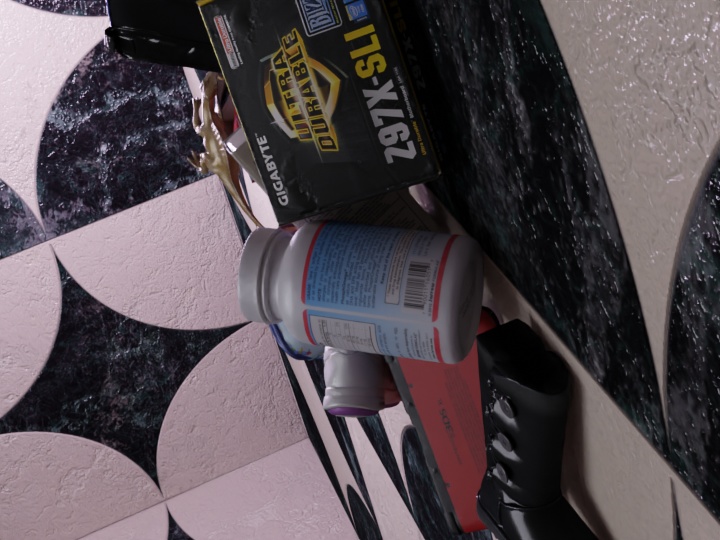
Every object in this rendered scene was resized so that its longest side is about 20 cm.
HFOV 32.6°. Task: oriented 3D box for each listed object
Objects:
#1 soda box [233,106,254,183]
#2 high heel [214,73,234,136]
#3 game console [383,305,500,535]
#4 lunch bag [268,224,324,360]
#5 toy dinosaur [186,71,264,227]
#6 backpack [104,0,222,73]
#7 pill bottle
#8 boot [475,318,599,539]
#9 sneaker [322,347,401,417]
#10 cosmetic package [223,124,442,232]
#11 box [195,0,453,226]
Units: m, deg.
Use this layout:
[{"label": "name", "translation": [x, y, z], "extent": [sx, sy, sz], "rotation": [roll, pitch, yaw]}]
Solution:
[{"label": "soda box", "translation": [-0.095, -0.166, 1.326], "extent": [0.200, 0.069, 0.064], "rotation": [113, 135, -71]}, {"label": "high heel", "translation": [-0.137, -0.193, 1.432], "extent": [0.200, 0.070, 0.145], "rotation": [-134, 40, -73]}, {"label": "game console", "translation": [0.100, 0.133, 1.172], "extent": [0.118, 0.171, 0.202], "rotation": [-30, -80, -60]}, {"label": "lunch bag", "translation": [-0.041, 0.021, 1.457], "extent": [0.199, 0.082, 0.162], "rotation": [-3, -117, -57]}, {"label": "toy dinosaur", "translation": [-0.152, -0.121, 1.345], "extent": [0.101, 0.058, 0.202], "rotation": [-158, 48, -72]}, {"label": "backpack", "translation": [-0.133, -0.285, 1.169], "extent": [0.184, 0.197, 0.148], "rotation": [103, 180, -60]}, {"label": "pill bottle", "translation": [0.000, 0.014, 1.055], "extent": [0.109, 0.197, 0.110], "rotation": [7, -90, -73]}, {"label": "boot", "translation": [0.155, 0.159, 0.991], "extent": [0.164, 0.065, 0.202], "rotation": [35, 137, 39]}, {"label": "sneaker", "translation": [0.005, 0.091, 1.229], "extent": [0.200, 0.074, 0.101], "rotation": [18, -109, -85]}, {"label": "cosmetic package", "translation": [-0.024, -0.075, 1.147], "extent": [0.200, 0.103, 0.087], "rotation": [49, 179, -18]}, {"label": "box", "translation": [-0.029, -0.154, 1.021], "extent": [0.202, 0.158, 0.049], "rotation": [71, -157, -11]}]
